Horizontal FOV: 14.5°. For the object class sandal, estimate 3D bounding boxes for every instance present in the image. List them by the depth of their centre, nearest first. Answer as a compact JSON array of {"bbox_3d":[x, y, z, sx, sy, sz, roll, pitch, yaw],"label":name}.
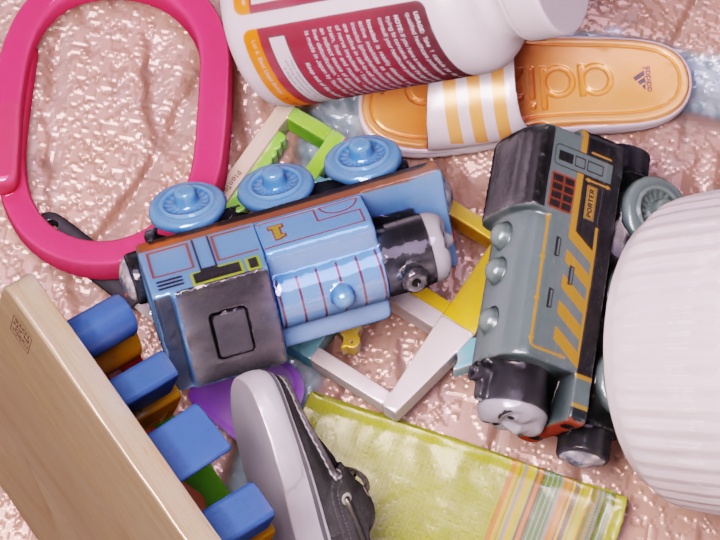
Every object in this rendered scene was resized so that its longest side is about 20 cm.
[{"bbox_3d":[0.100,-0.120,1.714,0.205,0.059,0.080,-6,73,-3],"label":"sandal"}]

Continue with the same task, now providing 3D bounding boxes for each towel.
[{"bbox_3d":[0.051,0.139,1.654,0.199,0.018,0.086,19,72,5],"label":"towel"}]

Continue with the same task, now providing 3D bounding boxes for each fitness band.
[{"bbox_3d":[-0.148,-0.091,1.703,0.143,0.037,0.201,2,68,2],"label":"fitness band"}]

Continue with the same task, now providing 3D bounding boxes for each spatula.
[{"bbox_3d":[-0.118,0.028,1.683,0.200,0.021,0.057,40,77,11],"label":"spatula"}]

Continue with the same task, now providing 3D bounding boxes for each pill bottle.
[{"bbox_3d":[0.027,-0.164,1.657,0.199,0.113,0.114,-7,70,29],"label":"pill bottle"}]

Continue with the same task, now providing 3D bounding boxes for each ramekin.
[{"bbox_3d":[0.218,0.046,1.597,0.105,0.200,0.201,-2,69,32],"label":"ramekin"}]

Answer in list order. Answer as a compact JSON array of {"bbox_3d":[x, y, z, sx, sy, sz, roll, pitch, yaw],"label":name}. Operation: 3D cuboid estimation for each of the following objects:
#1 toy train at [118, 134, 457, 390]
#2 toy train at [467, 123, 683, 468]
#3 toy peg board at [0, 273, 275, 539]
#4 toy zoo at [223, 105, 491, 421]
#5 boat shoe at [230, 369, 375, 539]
[{"bbox_3d":[-0.037,-0.006,1.615,0.199,0.087,0.114,-15,36,-6],"label":"toy train"},{"bbox_3d":[0.120,0.011,1.647,0.113,0.085,0.201,20,69,-24],"label":"toy train"},{"bbox_3d":[-0.117,0.106,1.578,0.098,0.199,0.200,-31,75,-26],"label":"toy peg board"},{"bbox_3d":[0.000,0.000,1.685,0.199,0.020,0.132,31,74,13],"label":"toy zoo"},{"bbox_3d":[-0.019,0.143,1.602,0.056,0.069,0.201,-24,106,-19],"label":"boat shoe"}]
